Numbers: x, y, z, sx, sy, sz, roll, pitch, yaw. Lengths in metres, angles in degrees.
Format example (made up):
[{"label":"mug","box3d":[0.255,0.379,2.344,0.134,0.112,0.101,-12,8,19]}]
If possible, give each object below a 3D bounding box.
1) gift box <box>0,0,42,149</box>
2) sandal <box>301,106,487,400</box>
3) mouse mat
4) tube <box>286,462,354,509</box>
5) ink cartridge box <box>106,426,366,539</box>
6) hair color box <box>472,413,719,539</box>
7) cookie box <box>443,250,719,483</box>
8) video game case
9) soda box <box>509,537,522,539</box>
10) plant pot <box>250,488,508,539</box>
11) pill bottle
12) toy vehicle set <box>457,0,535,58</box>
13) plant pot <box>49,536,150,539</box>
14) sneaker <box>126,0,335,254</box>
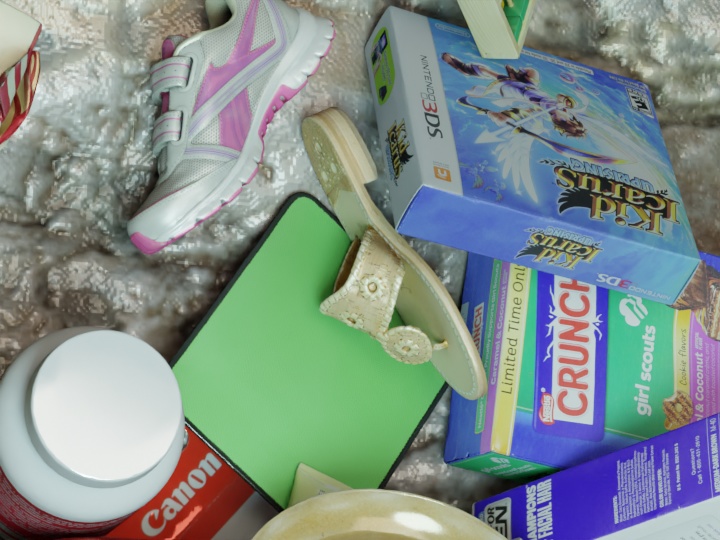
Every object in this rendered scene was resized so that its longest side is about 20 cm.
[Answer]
[{"label":"gift box","box3d":[-0.292,-0.083,1.578,0.186,0.200,0.185,27,78,-19]},{"label":"sandal","box3d":[-0.001,0.002,1.748,0.069,0.078,0.212,-24,78,-20]},{"label":"mouse mat","box3d":[-0.028,0.063,1.738,0.161,0.008,0.200,44,52,-12]},{"label":"tube","box3d":[-0.033,0.198,1.630,0.058,0.052,0.200,59,36,-28]},{"label":"ink cartridge box","box3d":[-0.070,0.174,1.713,0.162,0.050,0.200,-46,104,-22]},{"label":"hair color box","box3d":[0.181,0.162,1.722,0.109,0.199,0.065,38,39,-41]},{"label":"cookie box","box3d":[0.165,0.064,1.807,0.199,0.075,0.172,14,72,-21]},{"label":"video game case","box3d":[0.109,-0.075,1.771,0.199,0.046,0.182,14,40,-21]},{"label":"soda box","box3d":[0.117,0.244,1.714,0.200,0.063,0.069,45,37,-46]},{"label":"plant pot","box3d":[0.020,0.210,1.577,0.199,0.028,0.201,10,44,-9]},{"label":"pill bottle","box3d":[-0.164,0.096,1.594,0.112,0.200,0.113,4,76,-15]},{"label":"toy vehicle set","box3d":[0.096,-0.254,1.787,0.124,0.026,0.201,61,38,-49]},{"label":"plant pot","box3d":[-0.173,0.245,1.569,0.182,0.200,0.201,9,77,9]},{"label":"sneaker","box3d":[-0.100,-0.100,1.727,0.088,0.081,0.200,36,63,-13]}]
